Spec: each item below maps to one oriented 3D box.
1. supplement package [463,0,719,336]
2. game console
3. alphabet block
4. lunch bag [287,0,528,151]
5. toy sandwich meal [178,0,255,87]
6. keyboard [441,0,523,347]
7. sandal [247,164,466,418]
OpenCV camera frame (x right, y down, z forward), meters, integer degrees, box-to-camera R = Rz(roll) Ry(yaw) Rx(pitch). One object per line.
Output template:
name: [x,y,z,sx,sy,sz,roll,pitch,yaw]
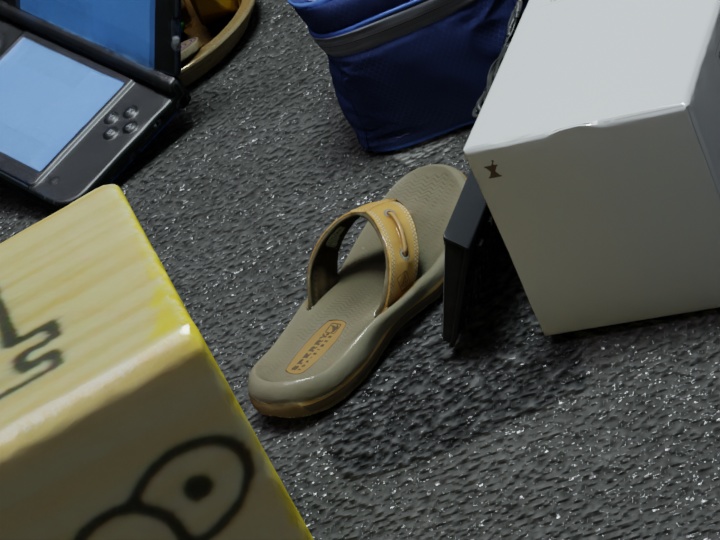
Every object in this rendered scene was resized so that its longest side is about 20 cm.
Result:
supplement package: [0.148,-0.078,1.345,0.121,0.120,0.200,-10,32,26]
game console: [-0.216,-0.158,1.745,0.200,0.118,0.171,26,66,40]
alphabet block: [-0.140,0.111,1.196,0.199,0.196,0.196,-28,29,-5]
lunch bag: [0.038,-0.184,1.615,0.135,0.133,0.200,-19,29,14]
toy sandwich meal: [-0.165,-0.180,1.855,0.204,0.070,0.205,-21,28,12]
keyboard: [0.075,-0.062,1.390,0.021,0.127,0.200,9,38,12]
sandal: [0.000,0.000,1.413,0.080,0.054,0.200,-1,37,41]
